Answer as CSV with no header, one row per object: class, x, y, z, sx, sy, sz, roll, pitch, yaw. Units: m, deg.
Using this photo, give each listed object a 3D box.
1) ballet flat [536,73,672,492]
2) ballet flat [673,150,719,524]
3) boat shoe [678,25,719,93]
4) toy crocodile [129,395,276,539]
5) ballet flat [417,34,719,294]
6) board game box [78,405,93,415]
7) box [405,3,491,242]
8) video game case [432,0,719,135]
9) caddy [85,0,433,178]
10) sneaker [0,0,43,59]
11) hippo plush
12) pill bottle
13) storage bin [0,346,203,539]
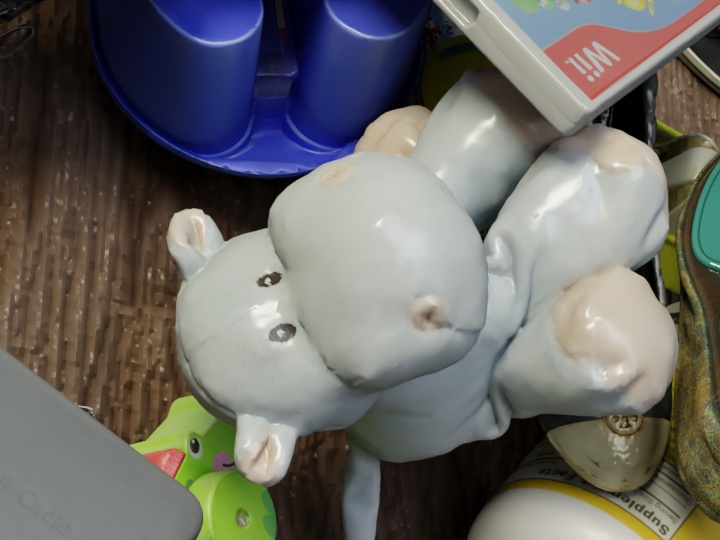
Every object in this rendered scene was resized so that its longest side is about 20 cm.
ballet flat,0.091,-0.012,0.811,0.066,0.057,0.200,-3,81,-17
ballet flat,0.154,0.024,0.823,0.071,0.071,0.200,35,36,-18
boat shoe,0.185,-0.142,1.025,0.200,0.062,0.075,37,56,-19
toy crocodile,-0.087,0.118,0.745,0.062,0.068,0.200,51,46,-30
ballet flat,0.117,-0.046,0.895,0.200,0.067,0.067,30,59,-22
board game box,-0.194,0.094,0.703,0.200,0.062,0.200,43,55,-13
box,0.061,-0.072,0.935,0.137,0.040,0.200,3,72,-31
video game case,0.046,-0.150,0.781,0.200,0.017,0.143,47,41,6
caddy,-0.044,-0.137,0.852,0.141,0.105,0.200,-3,67,-15
sneaker,-0.155,-0.098,0.750,0.200,0.081,0.075,-8,93,6
hippo plush,0.000,0.000,0.752,0.161,0.200,0.159,11,55,-50
pill bottle,0.117,0.111,0.863,0.112,0.112,0.200,51,55,-8
storage bin,-0.152,0.077,0.602,0.200,0.134,0.146,38,57,-7
